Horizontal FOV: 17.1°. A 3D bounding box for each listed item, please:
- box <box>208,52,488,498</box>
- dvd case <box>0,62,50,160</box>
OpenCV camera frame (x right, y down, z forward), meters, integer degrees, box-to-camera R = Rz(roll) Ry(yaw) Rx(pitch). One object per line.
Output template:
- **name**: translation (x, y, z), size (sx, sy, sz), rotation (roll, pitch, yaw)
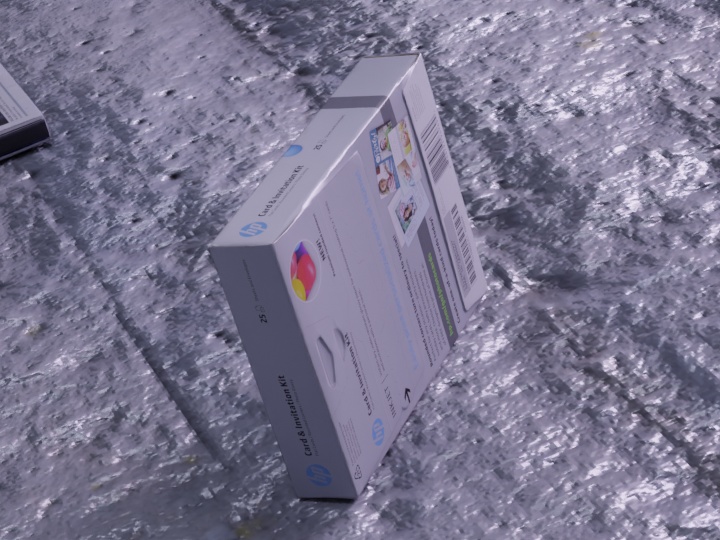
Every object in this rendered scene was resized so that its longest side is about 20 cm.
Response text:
- **box**: translation (0.000, 0.000, 1.267), size (0.041, 0.156, 0.200), rotation (-3, 32, 27)
- **dvd case**: translation (-0.335, -0.090, 1.726), size (0.200, 0.025, 0.150), rotation (-22, 29, -14)
